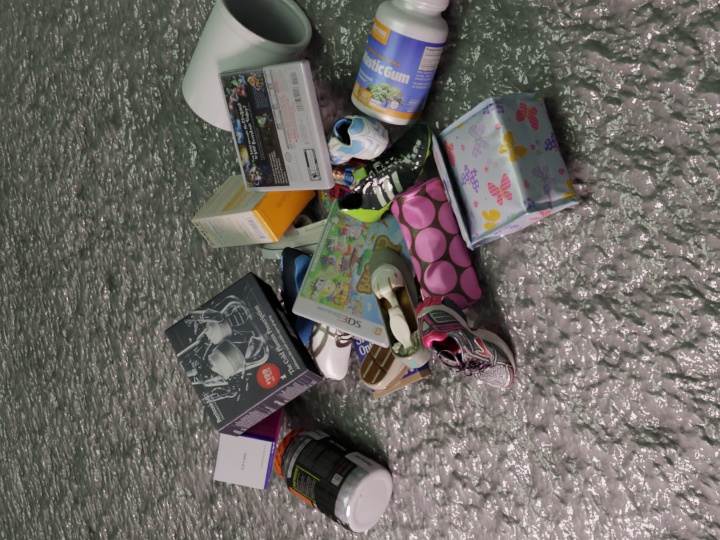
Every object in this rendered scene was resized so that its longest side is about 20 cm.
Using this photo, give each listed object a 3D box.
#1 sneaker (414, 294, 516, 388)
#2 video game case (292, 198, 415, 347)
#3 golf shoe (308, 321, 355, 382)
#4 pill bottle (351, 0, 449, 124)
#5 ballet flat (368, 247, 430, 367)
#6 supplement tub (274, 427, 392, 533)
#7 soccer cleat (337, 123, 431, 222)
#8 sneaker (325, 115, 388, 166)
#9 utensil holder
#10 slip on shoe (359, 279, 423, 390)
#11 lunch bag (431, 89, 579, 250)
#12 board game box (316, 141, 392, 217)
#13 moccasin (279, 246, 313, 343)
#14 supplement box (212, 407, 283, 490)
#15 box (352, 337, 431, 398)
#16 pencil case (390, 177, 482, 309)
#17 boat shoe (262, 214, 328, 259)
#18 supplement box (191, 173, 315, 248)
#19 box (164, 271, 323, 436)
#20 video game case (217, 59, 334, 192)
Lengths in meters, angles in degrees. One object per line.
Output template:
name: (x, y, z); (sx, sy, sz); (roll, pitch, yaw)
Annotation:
sneaker: (0.150, 0.120, 1.341); (0.080, 0.199, 0.075); (-37, 34, 29)
video game case: (0.000, 0.000, 1.479); (0.180, 0.022, 0.202); (18, 83, 29)
golf shoe: (-0.032, 0.089, 1.530); (0.094, 0.077, 0.203); (4, 99, 45)
pill bottle: (0.064, -0.328, 1.369); (0.112, 0.111, 0.202); (37, 123, 32)
ballet flat: (0.054, 0.048, 1.391); (0.067, 0.064, 0.202); (-26, 67, 16)
supplement tub: (-0.051, 0.358, 1.617); (0.199, 0.122, 0.124); (23, 114, 38)
soccer cleat: (0.036, -0.146, 1.406); (0.200, 0.080, 0.068); (-51, 40, 39)
sneaker: (-0.021, -0.208, 1.437); (0.072, 0.072, 0.200); (-57, 21, -11)
utensil holder: (-0.197, -0.362, 1.581); (0.171, 0.169, 0.201); (54, 133, 21)
slip on shoe: (0.074, 0.102, 1.461); (0.076, 0.060, 0.201); (28, 86, 36)
lunch bag: (0.180, -0.131, 1.291); (0.200, 0.126, 0.172); (-26, 80, 59)
board game box: (-0.020, -0.151, 1.536); (0.200, 0.039, 0.159); (-37, 72, 43)
moccasin: (-0.101, 0.038, 1.613); (0.068, 0.080, 0.202); (40, 142, 36)
supplement box: (-0.196, 0.290, 1.683); (0.102, 0.200, 0.102); (11, 111, -1)
box: (0.033, 0.101, 1.546); (0.121, 0.032, 0.202); (-30, 76, 44)
pencil case: (0.110, -0.032, 1.385); (0.093, 0.091, 0.202); (-19, 89, 12)
boat shoe: (-0.101, -0.061, 1.612); (0.199, 0.070, 0.071); (-7, 92, 47)
supplement box: (-0.190, -0.111, 1.637); (0.199, 0.126, 0.074); (-3, 132, 47)
box: (-0.194, 0.142, 1.550); (0.181, 0.104, 0.201); (-34, 71, 3)
video game case: (-0.135, -0.226, 1.483); (0.180, 0.023, 0.202); (2, 113, 36)
